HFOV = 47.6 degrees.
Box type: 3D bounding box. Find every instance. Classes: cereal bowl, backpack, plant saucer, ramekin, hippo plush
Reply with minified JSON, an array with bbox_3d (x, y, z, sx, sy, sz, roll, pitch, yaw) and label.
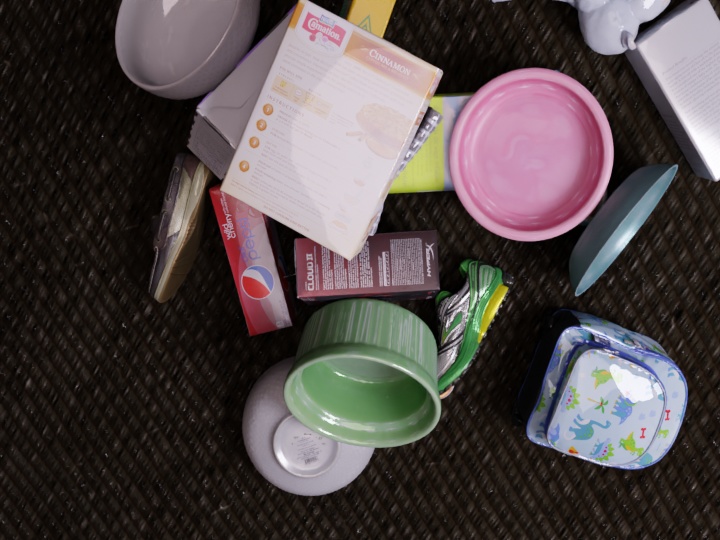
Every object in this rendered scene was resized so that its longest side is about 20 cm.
[{"bbox_3d":[-0.071,0.224,1.138,0.194,0.083,0.206,0,101,1],"label":"cereal bowl"},{"bbox_3d":[0.327,0.170,1.085,0.195,0.147,0.187,16,105,-5],"label":"backpack"},{"bbox_3d":[0.208,-0.141,1.001,0.195,0.051,0.206,3,98,17],"label":"plant saucer"},{"bbox_3d":[0.320,-0.058,1.025,0.036,0.199,0.202,40,101,18],"label":"plant saucer"},{"bbox_3d":[-0.200,-0.300,0.995,0.195,0.083,0.206,-8,73,26],"label":"cereal bowl"},{"bbox_3d":[0.007,0.127,1.023,0.194,0.099,0.203,6,139,5],"label":"ramekin"},{"bbox_3d":[0.288,-0.338,0.969,0.199,0.160,0.161,-41,98,8],"label":"hippo plush"}]

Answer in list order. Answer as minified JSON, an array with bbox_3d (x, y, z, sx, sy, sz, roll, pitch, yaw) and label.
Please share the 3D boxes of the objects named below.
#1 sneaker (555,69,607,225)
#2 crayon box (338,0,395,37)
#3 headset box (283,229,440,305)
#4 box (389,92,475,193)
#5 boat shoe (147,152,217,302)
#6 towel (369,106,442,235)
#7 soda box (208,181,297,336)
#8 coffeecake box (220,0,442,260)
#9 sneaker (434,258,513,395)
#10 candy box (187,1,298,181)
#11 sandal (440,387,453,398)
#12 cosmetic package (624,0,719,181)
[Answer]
[{"bbox_3d":[0.274,-0.158,1.049,0.075,0.081,0.204,-19,100,7],"label":"sneaker"},{"bbox_3d":[-0.008,-0.280,1.002,0.050,0.126,0.204,17,103,-11],"label":"crayon box"},{"bbox_3d":[0.000,0.000,1.048,0.194,0.149,0.077,-3,84,1],"label":"headset box"},{"bbox_3d":[0.112,-0.167,1.066,0.194,0.048,0.125,-2,102,2],"label":"box"},{"bbox_3d":[-0.247,-0.059,1.092,0.064,0.073,0.204,23,98,7],"label":"boat shoe"},{"bbox_3d":[0.023,-0.136,0.951,0.085,0.200,0.167,37,102,-8],"label":"towel"},{"bbox_3d":[-0.140,-0.023,1.091,0.062,0.070,0.205,-13,102,6],"label":"soda box"},{"bbox_3d":[-0.028,-0.140,0.817,0.151,0.073,0.204,27,102,4],"label":"coffeecake box"},{"bbox_3d":[0.127,0.079,1.106,0.084,0.078,0.203,28,84,5],"label":"sneaker"},{"bbox_3d":[-0.120,-0.201,0.964,0.071,0.200,0.168,43,78,-9],"label":"candy box"},{"bbox_3d":[0.049,0.110,1.121,0.205,0.059,0.080,35,101,-6],"label":"sandal"},{"bbox_3d":[0.430,-0.228,1.034,0.100,0.071,0.202,-33,100,8],"label":"cosmetic package"}]
